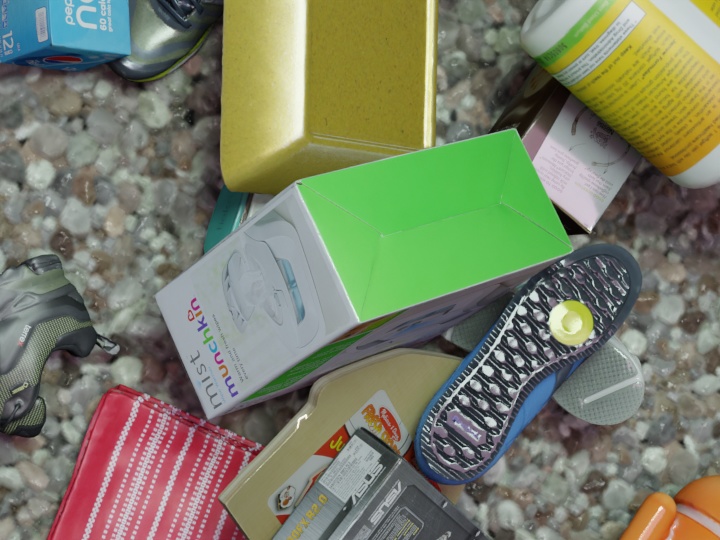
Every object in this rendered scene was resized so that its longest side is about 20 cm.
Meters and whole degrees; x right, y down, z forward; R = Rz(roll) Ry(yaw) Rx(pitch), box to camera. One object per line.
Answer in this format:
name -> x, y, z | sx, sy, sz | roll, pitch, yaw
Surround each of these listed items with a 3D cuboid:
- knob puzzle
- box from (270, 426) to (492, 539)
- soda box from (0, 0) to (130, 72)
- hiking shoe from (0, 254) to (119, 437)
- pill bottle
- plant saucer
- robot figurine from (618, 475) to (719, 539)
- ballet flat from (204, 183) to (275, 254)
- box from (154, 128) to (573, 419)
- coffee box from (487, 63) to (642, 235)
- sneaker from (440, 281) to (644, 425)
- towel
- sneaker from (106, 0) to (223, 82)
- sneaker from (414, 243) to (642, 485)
knob puzzle -> 0.006, 0.131, 1.193 | 0.218, 0.030, 0.221 | -20, 124, -32
box -> -0.010, 0.225, 1.174 | 0.201, 0.048, 0.158 | -52, 137, -6
soda box -> -0.201, -0.239, 1.163 | 0.067, 0.064, 0.202 | 1, 84, -45
hiking shoe -> -0.257, 0.080, 1.156 | 0.200, 0.076, 0.101 | -39, 93, -11
pill bottle -> 0.209, -0.124, 1.127 | 0.200, 0.111, 0.111 | 40, 81, -9
plant saucer -> -0.008, -0.148, 1.172 | 0.199, 0.048, 0.202 | 3, 87, -52
robot figurine -> 0.242, 0.231, 1.241 | 0.143, 0.117, 0.200 | 37, 82, 12
ballet flat -> -0.053, -0.090, 1.217 | 0.069, 0.069, 0.202 | 16, 90, -11
box -> 0.000, 0.000, 1.120 | 0.199, 0.176, 0.097 | -16, 77, -43
coffee box -> 0.169, -0.127, 1.233 | 0.079, 0.114, 0.201 | 36, 81, -9
sneaker -> 0.116, 0.038, 1.245 | 0.200, 0.080, 0.071 | 37, 105, 10
towel -> -0.112, 0.181, 1.213 | 0.199, 0.022, 0.146 | 24, 85, -11
sneaker -> -0.104, -0.212, 1.193 | 0.074, 0.081, 0.200 | 40, 82, -8
sneaker -> 0.108, 0.061, 1.179 | 0.066, 0.078, 0.200 | 42, 84, 3
